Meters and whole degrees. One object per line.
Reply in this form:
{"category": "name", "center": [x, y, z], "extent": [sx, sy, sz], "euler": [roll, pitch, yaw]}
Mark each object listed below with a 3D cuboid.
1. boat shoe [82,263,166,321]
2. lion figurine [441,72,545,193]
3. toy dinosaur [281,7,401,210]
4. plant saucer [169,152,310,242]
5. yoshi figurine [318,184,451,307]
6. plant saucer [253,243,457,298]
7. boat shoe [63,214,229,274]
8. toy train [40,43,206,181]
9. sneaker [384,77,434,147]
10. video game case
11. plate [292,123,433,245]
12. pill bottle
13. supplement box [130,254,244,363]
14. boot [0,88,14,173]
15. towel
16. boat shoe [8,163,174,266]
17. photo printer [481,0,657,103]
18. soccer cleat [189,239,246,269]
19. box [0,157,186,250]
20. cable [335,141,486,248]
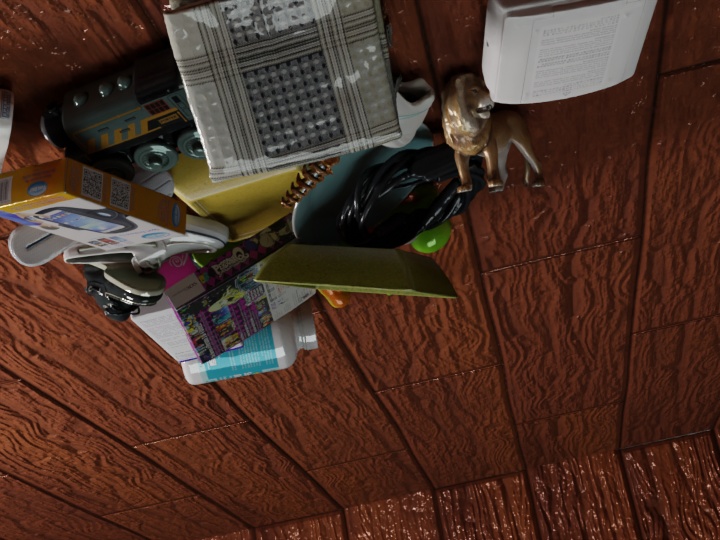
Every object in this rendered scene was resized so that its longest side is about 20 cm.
{"category": "boat shoe", "center": [-0.292, 0.027, 1.557], "extent": [0.074, 0.067, 0.198], "euler": [2, -169, -37]}
{"category": "lion figurine", "center": [0.148, -0.152, 1.445], "extent": [0.072, 0.125, 0.199], "euler": [-8, 178, 25]}
{"category": "toy dinosaur", "center": [-0.037, -0.161, 1.224], "extent": [0.134, 0.203, 0.102], "euler": [20, 168, -6]}
{"category": "plant saucer", "center": [-0.117, -0.095, 1.504], "extent": [0.197, 0.049, 0.200], "euler": [-15, 158, 12]}
{"category": "yoshi figurine", "center": [0.040, -0.030, 1.665], "extent": [0.199, 0.113, 0.112], "euler": [-36, 170, 25]}
{"category": "plant saucer", "center": [0.000, 0.000, 1.522], "extent": [0.197, 0.049, 0.200], "euler": [3, 178, 19]}
{"category": "boat shoe", "center": [-0.254, -0.027, 1.516], "extent": [0.197, 0.068, 0.074], "euler": [3, 163, 8]}
{"category": "toy train", "center": [-0.220, -0.154, 1.274], "extent": [0.197, 0.086, 0.114], "euler": [-16, 145, 20]}
{"category": "sneaker", "center": [-0.009, -0.180, 1.334], "extent": [0.198, 0.071, 0.080], "euler": [-2, 148, -37]}
{"category": "video game case", "center": [-0.143, 0.027, 1.589], "extent": [0.180, 0.036, 0.200], "euler": [-33, 160, -10]}
{"category": "plate", "center": [-0.001, -0.106, 1.490], "extent": [0.199, 0.026, 0.201], "euler": [-30, 155, -16]}
{"category": "pill bottle", "center": [-0.163, 0.096, 1.865], "extent": [0.197, 0.112, 0.111], "euler": [-10, 159, -1]}
{"category": "supplement box", "center": [-0.233, 0.039, 1.704], "extent": [0.102, 0.103, 0.200], "euler": [-14, 159, 7]}
{"category": "boot", "center": [-0.406, -0.120, 1.292], "extent": [0.089, 0.074, 0.201], "euler": [6, 146, -20]}
{"category": "towel", "center": [-0.068, -0.189, 1.151], "extent": [0.190, 0.203, 0.035], "euler": [-12, -157, 2]}
{"category": "boat shoe", "center": [-0.304, -0.076, 1.436], "extent": [0.198, 0.071, 0.073], "euler": [-23, 119, -1]}
{"category": "photo printer", "center": [0.203, -0.237, 1.276], "extent": [0.164, 0.070, 0.200], "euler": [-11, 159, -1]}
{"category": "soccer cleat", "center": [-0.151, -0.010, 1.664], "extent": [0.080, 0.069, 0.198], "euler": [-22, 163, 41]}
{"category": "box", "center": [-0.271, -0.062, 1.315], "extent": [0.118, 0.042, 0.199], "euler": [-9, 161, 33]}
{"category": "cable", "center": [0.057, -0.085, 1.518], "extent": [0.198, 0.051, 0.164], "euler": [-27, 158, -14]}
